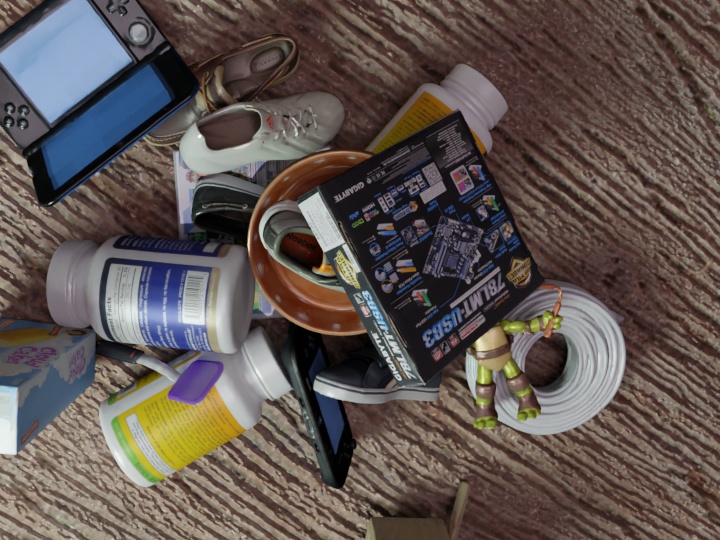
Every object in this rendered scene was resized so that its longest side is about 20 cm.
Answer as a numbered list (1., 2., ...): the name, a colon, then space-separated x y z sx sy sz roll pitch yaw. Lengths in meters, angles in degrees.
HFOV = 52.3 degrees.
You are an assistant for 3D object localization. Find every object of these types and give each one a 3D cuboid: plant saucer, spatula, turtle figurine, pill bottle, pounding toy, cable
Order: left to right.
1. spatula: -0.227 0.102 0.801 0.057 0.198 0.021 -55 142 -32
2. pill bottle: -0.220 0.022 0.786 0.198 0.116 0.117 6 101 5
3. pill bottle: -0.181 0.148 0.836 0.199 0.111 0.112 -29 105 -4
4. plant saucer: -0.018 -0.029 0.771 0.198 0.032 0.203 -1 110 -3
5. pounding toy: 0.077 0.397 0.914 0.141 0.200 0.186 6 115 -12
6. pill bottle: 0.072 -0.131 0.830 0.109 0.109 0.200 41 92 -15
7. turtle figurine: 0.144 0.098 0.851 0.198 0.064 0.163 -16 104 -4
8. cable: 0.235 0.113 0.930 0.199 0.069 0.201 28 95 -15

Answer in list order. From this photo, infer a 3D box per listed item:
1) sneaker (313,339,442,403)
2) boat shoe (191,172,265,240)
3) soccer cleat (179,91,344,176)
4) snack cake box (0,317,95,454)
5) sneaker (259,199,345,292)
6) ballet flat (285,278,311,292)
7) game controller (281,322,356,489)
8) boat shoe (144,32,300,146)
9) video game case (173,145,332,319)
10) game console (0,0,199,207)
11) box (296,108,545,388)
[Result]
1. sneaker: 0.025 0.110 0.860 0.199 0.078 0.080 9 93 -50
2. boat shoe: -0.089 -0.049 0.808 0.198 0.057 0.069 15 142 -8
3. soccer cleat: -0.095 -0.152 0.784 0.199 0.078 0.070 -23 82 -26
4. snack cake box: -0.357 0.109 0.741 0.114 0.200 0.068 5 100 -2
5. sneaker: -0.007 -0.003 0.723 0.198 0.079 0.075 19 107 -12
6. ballet flat: 0.000 0.000 0.835 0.198 0.063 0.068 -3 121 -1
7. game controller: -0.046 0.153 0.862 0.042 0.104 0.202 -14 109 6
8. boat shoe: -0.154 -0.198 0.792 0.199 0.072 0.073 -27 104 -4
9. video game case: -0.120 -0.042 0.857 0.180 0.022 0.202 -3 102 -10
10. game console: -0.288 -0.194 0.744 0.199 0.118 0.171 -38 106 -2
11. box: 0.066 -0.026 0.702 0.199 0.050 0.200 -33 99 -33
